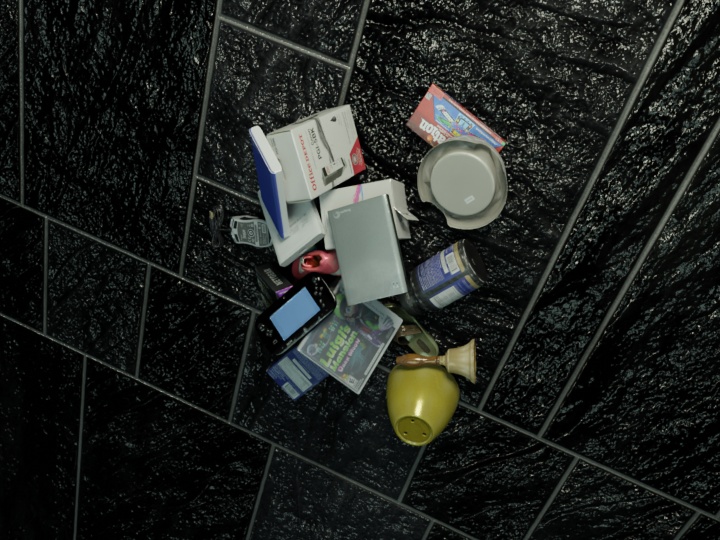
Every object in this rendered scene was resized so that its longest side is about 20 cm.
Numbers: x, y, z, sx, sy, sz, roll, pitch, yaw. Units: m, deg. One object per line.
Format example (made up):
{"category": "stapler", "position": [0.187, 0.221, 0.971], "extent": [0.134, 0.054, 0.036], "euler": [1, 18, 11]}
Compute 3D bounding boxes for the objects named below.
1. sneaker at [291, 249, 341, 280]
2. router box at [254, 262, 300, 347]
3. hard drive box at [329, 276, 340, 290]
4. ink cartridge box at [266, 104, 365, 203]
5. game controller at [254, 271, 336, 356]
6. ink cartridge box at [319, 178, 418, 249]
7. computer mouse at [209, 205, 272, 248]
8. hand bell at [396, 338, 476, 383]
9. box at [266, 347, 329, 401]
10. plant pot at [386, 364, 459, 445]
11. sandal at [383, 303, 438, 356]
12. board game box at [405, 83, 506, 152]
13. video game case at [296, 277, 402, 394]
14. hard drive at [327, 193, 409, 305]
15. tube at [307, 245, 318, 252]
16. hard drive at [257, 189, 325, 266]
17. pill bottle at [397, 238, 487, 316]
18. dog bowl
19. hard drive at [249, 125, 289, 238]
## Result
{"category": "sneaker", "position": [-0.115, -0.021, 1.349], "extent": [0.197, 0.085, 0.077], "euler": [-11, 76, 48]}
{"category": "router box", "position": [-0.201, 0.083, 1.428], "extent": [0.050, 0.199, 0.154], "euler": [-19, 114, -19]}
{"category": "hard drive box", "position": [-0.034, 0.141, 1.418], "extent": [0.076, 0.157, 0.201], "euler": [-38, 100, 27]}
{"category": "ink cartridge box", "position": [-0.090, -0.250, 1.226], "extent": [0.081, 0.199, 0.151], "euler": [1, 117, 40]}
{"category": "game controller", "position": [-0.145, 0.098, 1.293], "extent": [0.199, 0.042, 0.105], "euler": [-40, 68, 7]}
{"category": "ink cartridge box", "position": [0.024, -0.124, 1.281], "extent": [0.193, 0.128, 0.130], "euler": [-8, 92, 19]}
{"category": "computer mouse", "position": [-0.294, -0.101, 1.454], "extent": [0.193, 0.044, 0.114], "euler": [9, 111, 20]}
{"category": "hand bell", "position": [0.184, 0.222, 1.413], "extent": [0.193, 0.105, 0.108], "euler": [-2, 114, 15]}
{"category": "box", "position": [-0.156, 0.264, 1.580], "extent": [0.199, 0.033, 0.122], "euler": [-39, 98, 29]}
{"category": "plant pot", "position": [0.146, 0.350, 1.451], "extent": [0.193, 0.143, 0.206], "euler": [8, 123, 13]}
{"category": "sandal", "position": [0.118, 0.157, 1.432], "extent": [0.200, 0.058, 0.080], "euler": [41, 123, -7]}
{"category": "board game box", "position": [0.203, -0.293, 1.228], "extent": [0.198, 0.020, 0.104], "euler": [37, 120, -2]}
{"category": "video game case", "position": [-0.022, 0.148, 1.325], "extent": [0.180, 0.023, 0.203], "euler": [35, 81, -10]}
{"category": "hard drive", "position": [0.016, -0.042, 1.204], "extent": [0.135, 0.033, 0.207], "euler": [-13, 90, 19]}
{"category": "tube", "position": [-0.165, -0.093, 1.419], "extent": [0.076, 0.051, 0.203], "euler": [-20, 112, 31]}
{"category": "hard drive", "position": [-0.159, -0.131, 1.301], "extent": [0.130, 0.026, 0.205], "euler": [-34, 63, 25]}
{"category": "pill bottle", "position": [0.183, 0.024, 1.324], "extent": [0.197, 0.112, 0.113], "euler": [-31, 103, 27]}
{"category": "dog bowl", "position": [0.221, -0.192, 1.226], "extent": [0.194, 0.059, 0.205], "euler": [14, 128, 18]}
{"category": "hard drive", "position": [-0.190, -0.181, 1.213], "extent": [0.025, 0.134, 0.203], "euler": [-21, 149, -15]}
